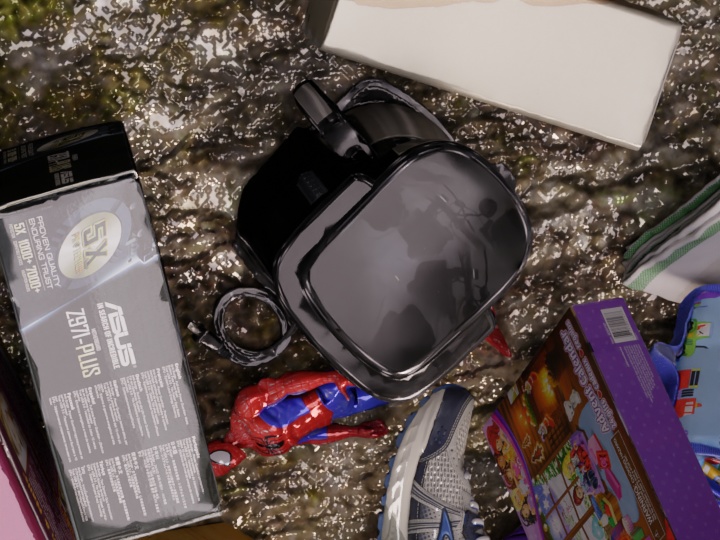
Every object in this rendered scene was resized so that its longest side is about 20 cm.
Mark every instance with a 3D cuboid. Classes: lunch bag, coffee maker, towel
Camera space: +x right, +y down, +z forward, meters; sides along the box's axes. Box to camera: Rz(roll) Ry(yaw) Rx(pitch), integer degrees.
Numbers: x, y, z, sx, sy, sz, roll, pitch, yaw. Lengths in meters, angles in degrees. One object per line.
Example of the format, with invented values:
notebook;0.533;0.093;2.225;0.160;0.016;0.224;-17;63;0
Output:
lunch bag;0.257;0.085;1.400;0.199;0.151;0.094;22;132;-2
coffee maker;0.000;0.000;1.373;0.134;0.200;0.193;23;99;-12
towel;0.270;0.014;1.453;0.199;0.149;0.031;25;62;-12

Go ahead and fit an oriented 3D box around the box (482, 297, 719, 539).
box;0.142;0.136;1.353;0.039;0.201;0.137;-8;150;-27

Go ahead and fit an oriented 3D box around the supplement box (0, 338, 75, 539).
supplement box;-0.225;0.131;1.370;0.103;0.200;0.132;-23;104;-3

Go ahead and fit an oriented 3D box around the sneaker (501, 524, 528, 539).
sneaker;0.109;0.194;1.485;0.199;0.100;0.070;-30;107;-2

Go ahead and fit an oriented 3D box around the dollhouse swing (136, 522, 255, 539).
dollhouse swing;-0.123;0.277;1.444;0.175;0.181;0.202;-13;106;-26

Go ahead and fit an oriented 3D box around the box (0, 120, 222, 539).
box;-0.147;0.032;1.378;0.085;0.164;0.202;-14;104;-4

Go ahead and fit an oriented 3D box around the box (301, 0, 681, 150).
box;0.074;-0.140;1.408;0.198;0.095;0.078;16;100;-13

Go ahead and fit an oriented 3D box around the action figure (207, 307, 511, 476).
action figure;-0.007;0.072;1.463;0.199;0.052;0.066;-25;140;0

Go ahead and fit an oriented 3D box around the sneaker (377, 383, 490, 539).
sneaker;0.051;0.168;1.431;0.084;0.077;0.202;10;76;10
